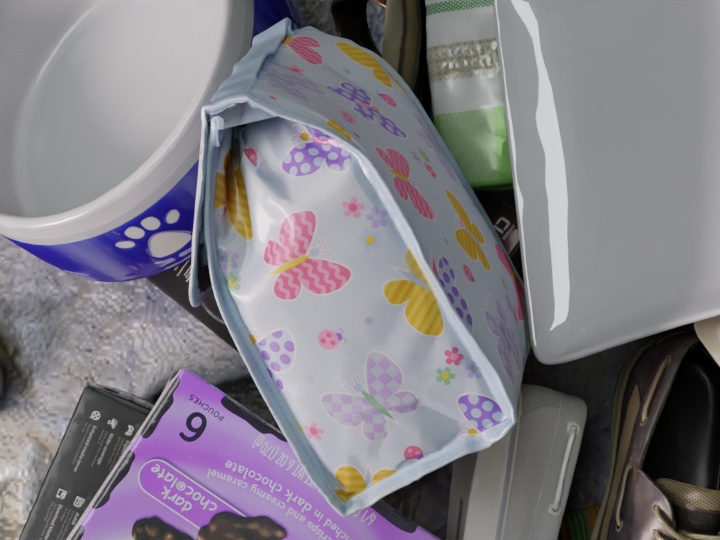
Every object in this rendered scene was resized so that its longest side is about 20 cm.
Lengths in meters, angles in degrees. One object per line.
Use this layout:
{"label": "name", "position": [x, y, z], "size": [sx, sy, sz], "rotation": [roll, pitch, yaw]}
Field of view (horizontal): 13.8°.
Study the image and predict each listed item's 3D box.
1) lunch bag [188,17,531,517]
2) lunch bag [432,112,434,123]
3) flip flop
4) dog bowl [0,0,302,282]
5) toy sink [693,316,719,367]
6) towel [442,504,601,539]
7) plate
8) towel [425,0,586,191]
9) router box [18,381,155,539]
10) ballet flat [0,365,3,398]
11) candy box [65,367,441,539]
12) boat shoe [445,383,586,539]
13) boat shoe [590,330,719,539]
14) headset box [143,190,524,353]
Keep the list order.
{"label": "lunch bag", "position": [-0.010, -0.011, 1.408], "size": [0.127, 0.170, 0.201], "rotation": [-25, 102, 12]}
{"label": "lunch bag", "position": [0.139, -0.143, 1.540], "size": [0.199, 0.118, 0.165], "rotation": [5, 79, 17]}
{"label": "flip flop", "position": [0.011, -0.125, 1.558], "size": [0.057, 0.081, 0.201], "rotation": [-3, 39, 9]}
{"label": "dog bowl", "position": [-0.130, -0.098, 1.581], "size": [0.199, 0.079, 0.201], "rotation": [-16, 58, 28]}
{"label": "toy sink", "position": [0.242, 0.048, 1.404], "size": [0.112, 0.200, 0.131], "rotation": [-38, 67, 6]}
{"label": "towel", "position": [0.066, 0.175, 1.532], "size": [0.199, 0.018, 0.087], "rotation": [-14, 70, 16]}
{"label": "plate", "position": [0.148, -0.071, 1.386], "size": [0.199, 0.032, 0.201], "rotation": [-18, 73, 46]}
{"label": "towel", "position": [0.103, -0.142, 1.482], "size": [0.148, 0.031, 0.201], "rotation": [-5, 81, 23]}
{"label": "router box", "position": [-0.152, 0.162, 1.538], "size": [0.062, 0.150, 0.201], "rotation": [24, 84, -3]}
{"label": "ballet flat", "position": [-0.296, 0.047, 1.674], "size": [0.199, 0.064, 0.068], "rotation": [8, 78, 22]}
{"label": "candy box", "position": [-0.073, 0.177, 1.434], "size": [0.167, 0.072, 0.201], "rotation": [34, 81, -4]}
{"label": "boat shoe", "position": [0.076, 0.156, 1.492], "size": [0.068, 0.072, 0.201], "rotation": [6, 88, -9]}
{"label": "boat shoe", "position": [0.152, 0.123, 1.468], "size": [0.074, 0.073, 0.201], "rotation": [4, 72, -8]}
{"label": "headset box", "position": [0.000, 0.000, 1.573], "size": [0.200, 0.077, 0.149], "rotation": [37, 90, 24]}
